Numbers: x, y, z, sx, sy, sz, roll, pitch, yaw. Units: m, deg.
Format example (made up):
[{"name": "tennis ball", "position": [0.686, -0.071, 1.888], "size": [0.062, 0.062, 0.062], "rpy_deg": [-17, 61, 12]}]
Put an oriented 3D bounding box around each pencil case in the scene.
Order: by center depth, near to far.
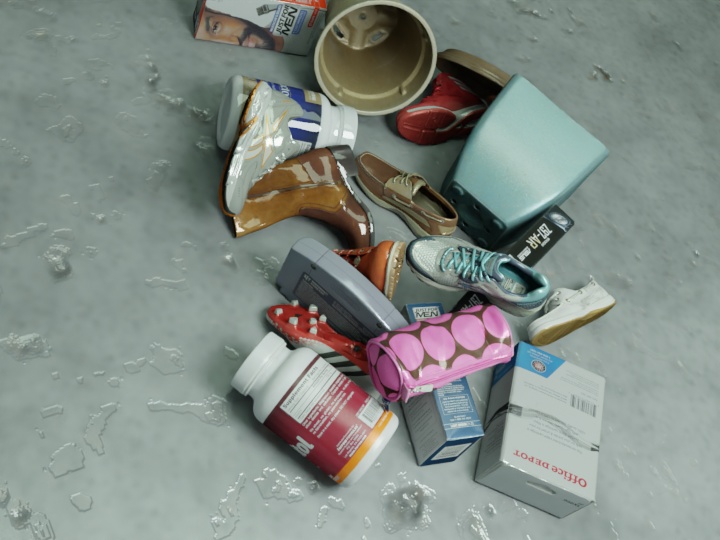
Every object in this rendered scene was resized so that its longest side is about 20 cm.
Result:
[{"name": "pencil case", "position": [0.107, 0.107, 1.123], "size": [0.200, 0.091, 0.094], "rpy_deg": [-18, 31, -29]}]

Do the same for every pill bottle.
[{"name": "pill bottle", "position": [-0.061, 0.172, 1.114], "size": [0.200, 0.113, 0.113], "rpy_deg": [38, 51, 3]}, {"name": "pill bottle", "position": [-0.112, -0.225, 1.353], "size": [0.200, 0.116, 0.116], "rpy_deg": [9, 55, -20]}]

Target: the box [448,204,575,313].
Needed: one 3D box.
[{"name": "box", "position": [0.221, 0.003, 1.324], "size": [0.044, 0.160, 0.200], "rpy_deg": [44, 51, 8]}]

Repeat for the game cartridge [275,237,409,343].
[{"name": "game cartridge", "position": [-0.024, 0.047, 1.200], "size": [0.200, 0.133, 0.042], "rpy_deg": [42, 52, 5]}]

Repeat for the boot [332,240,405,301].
[{"name": "boot", "position": [0.000, 0.000, 1.210], "size": [0.107, 0.200, 0.075], "rpy_deg": [20, 70, -5]}]

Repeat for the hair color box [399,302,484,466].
[{"name": "hair color box", "position": [0.096, 0.154, 1.205], "size": [0.060, 0.100, 0.200], "rpy_deg": [-3, 60, -24]}]

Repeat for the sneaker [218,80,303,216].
[{"name": "sneaker", "position": [-0.135, -0.164, 1.236], "size": [0.092, 0.076, 0.200], "rpy_deg": [20, 79, -15]}]

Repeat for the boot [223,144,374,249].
[{"name": "boot", "position": [-0.088, -0.081, 1.293], "size": [0.200, 0.068, 0.188], "rpy_deg": [-16, 99, -19]}]

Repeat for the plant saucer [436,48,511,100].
[{"name": "plant saucer", "position": [0.218, -0.333, 1.544], "size": [0.200, 0.200, 0.029], "rpy_deg": [30, 94, -3]}]

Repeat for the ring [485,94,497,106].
[{"name": "ring", "position": [0.304, -0.248, 1.529], "size": [0.200, 0.200, 0.019], "rpy_deg": [35, 91, 1]}]

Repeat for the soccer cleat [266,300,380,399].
[{"name": "soccer cleat", "position": [-0.049, 0.110, 1.192], "size": [0.200, 0.085, 0.069], "rpy_deg": [25, 29, 20]}]

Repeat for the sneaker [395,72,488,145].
[{"name": "sneaker", "position": [0.127, -0.287, 1.545], "size": [0.200, 0.078, 0.116], "rpy_deg": [-6, 49, -34]}]

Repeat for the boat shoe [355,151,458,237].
[{"name": "boat shoe", "position": [0.077, -0.127, 1.401], "size": [0.200, 0.072, 0.076], "rpy_deg": [38, 51, 3]}]

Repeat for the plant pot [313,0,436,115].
[{"name": "plant pot", "position": [0.015, -0.395, 1.484], "size": [0.200, 0.201, 0.184], "rpy_deg": [12, 36, -17]}]

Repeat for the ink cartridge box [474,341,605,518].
[{"name": "ink cartridge box", "position": [0.256, 0.224, 1.242], "size": [0.145, 0.084, 0.200], "rpy_deg": [25, 52, -8]}]

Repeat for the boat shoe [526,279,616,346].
[{"name": "boat shoe", "position": [0.321, 0.062, 1.393], "size": [0.200, 0.071, 0.069], "rpy_deg": [-17, 65, -41]}]

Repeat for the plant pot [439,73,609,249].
[{"name": "plant pot", "position": [0.238, -0.151, 1.420], "size": [0.196, 0.196, 0.200], "rpy_deg": [41, 70, 6]}]

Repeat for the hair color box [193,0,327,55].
[{"name": "hair color box", "position": [-0.169, -0.431, 1.467], "size": [0.200, 0.111, 0.064], "rpy_deg": [4, 57, -22]}]

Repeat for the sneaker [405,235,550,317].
[{"name": "sneaker", "position": [0.159, -0.006, 1.160], "size": [0.200, 0.086, 0.078], "rpy_deg": [18, 74, 0]}]
